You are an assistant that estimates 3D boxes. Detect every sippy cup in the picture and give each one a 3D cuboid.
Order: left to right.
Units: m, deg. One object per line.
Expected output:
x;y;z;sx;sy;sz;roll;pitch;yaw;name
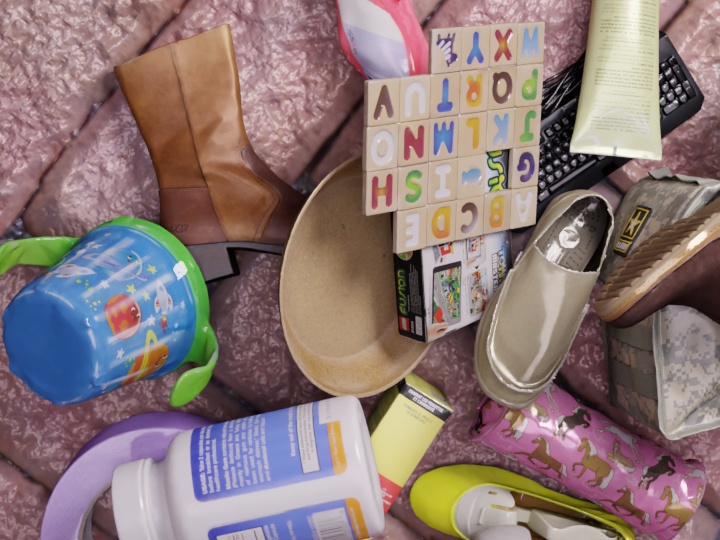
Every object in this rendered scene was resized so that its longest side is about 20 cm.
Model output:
-0.209;0.040;1.174;0.177;0.130;0.141;-4;105;29;sippy cup

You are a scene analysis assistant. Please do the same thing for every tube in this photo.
0.213;-0.192;1.210;0.058;0.052;0.202;1;86;36;tube

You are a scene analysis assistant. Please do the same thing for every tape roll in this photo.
-0.166;0.224;1.255;0.198;0.066;0.202;0;98;-2;tape roll

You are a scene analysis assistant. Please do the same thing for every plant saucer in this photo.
0.000;0.000;1.187;0.199;0.035;0.202;-15;111;-42;plant saucer

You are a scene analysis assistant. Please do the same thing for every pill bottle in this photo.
-0.088;0.171;1.162;0.198;0.112;0.113;-12;97;3;pill bottle

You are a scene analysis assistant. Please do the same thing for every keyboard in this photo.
0.185;-0.123;1.239;0.199;0.040;0.104;-36;98;1;keyboard

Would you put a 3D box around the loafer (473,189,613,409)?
0.149;0.014;1.199;0.075;0.068;0.201;23;71;1;loafer

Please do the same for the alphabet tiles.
0.075;-0.105;1.152;0.199;0.008;0.168;-13;110;-43;alphabet tiles

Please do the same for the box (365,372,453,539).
0.002;0.182;1.252;0.050;0.075;0.201;33;94;-6;box

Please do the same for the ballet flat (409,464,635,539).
0.141;0.212;1.264;0.199;0.067;0.067;14;95;-4;ballet flat

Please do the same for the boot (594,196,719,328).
0.285;0.030;1.080;0.199;0.072;0.167;-34;99;-11;boot

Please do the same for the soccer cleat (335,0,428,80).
0.024;-0.169;1.223;0.076;0.067;0.201;-11;105;31;soccer cleat

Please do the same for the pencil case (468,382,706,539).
0.192;0.154;1.247;0.199;0.087;0.083;29;132;-6;pencil case

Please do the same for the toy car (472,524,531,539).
0.143;0.315;1.214;0.174;0.200;0.151;23;51;-7;toy car

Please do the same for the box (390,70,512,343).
0.073;-0.053;1.195;0.110;0.035;0.201;-20;115;-40;box

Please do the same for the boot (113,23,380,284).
-0.090;-0.104;1.233;0.187;0.068;0.201;-15;88;4;boot

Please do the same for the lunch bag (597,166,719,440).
0.257;0.020;1.195;0.117;0.164;0.202;-6;96;-7;lunch bag
